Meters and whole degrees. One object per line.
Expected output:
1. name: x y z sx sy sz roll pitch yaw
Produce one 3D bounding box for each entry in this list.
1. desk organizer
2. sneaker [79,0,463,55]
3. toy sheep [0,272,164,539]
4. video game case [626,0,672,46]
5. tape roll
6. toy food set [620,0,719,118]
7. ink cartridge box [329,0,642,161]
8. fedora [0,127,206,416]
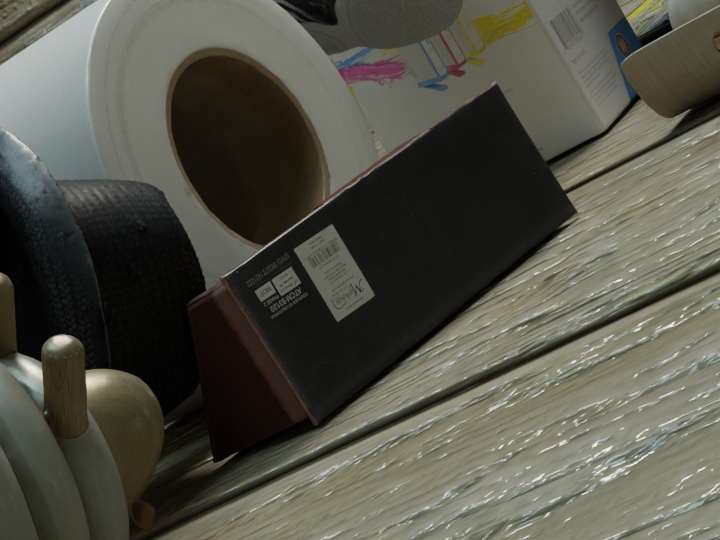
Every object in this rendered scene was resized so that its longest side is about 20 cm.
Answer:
1. desk organizer: 0.000 0.000 1.078 0.077 0.072 0.200 -28 7 47
2. sneaker: -0.050 -0.174 1.294 0.199 0.115 0.075 -4 -29 -5
3. toy sheep: -0.154 0.086 0.859 0.199 0.138 0.138 -21 1 -29
4. video game case: 0.231 -0.177 1.566 0.180 0.026 0.200 -27 8 34
5. tape roll: -0.100 -0.032 1.214 0.139 0.203 0.203 -27 7 37
6. toy food set: 0.221 -0.152 1.243 0.143 0.061 0.200 -28 7 30
7. ink cartridge box: 0.057 -0.156 1.415 0.125 0.201 0.129 -28 7 27
8. fedora: -0.122 0.026 1.055 0.091 0.202 0.200 -14 -3 -29
